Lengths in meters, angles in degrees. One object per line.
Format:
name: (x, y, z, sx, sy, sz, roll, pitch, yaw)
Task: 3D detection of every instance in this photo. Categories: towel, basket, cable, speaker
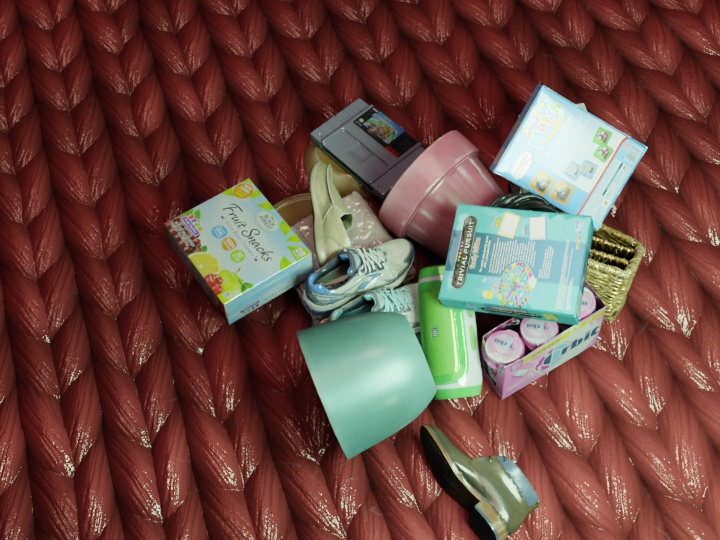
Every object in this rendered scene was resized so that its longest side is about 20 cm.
towel: (-0.035, -0.024, 1.562, 0.190, 0.032, 0.200, -28, 60, -12)
basket: (0.351, -0.037, 1.497, 0.199, 0.149, 0.143, 22, 62, 19)
cable: (0.250, -0.021, 1.399, 0.163, 0.051, 0.200, -36, 62, 1)
speaker: (0.137, 0.094, 1.428, 0.088, 0.088, 0.202, -6, 84, 1)

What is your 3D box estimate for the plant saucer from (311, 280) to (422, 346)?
plant saucer: (0.017, 0.076, 1.527, 0.199, 0.027, 0.201, -2, 58, 3)

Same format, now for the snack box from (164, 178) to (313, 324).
snack box: (-0.199, -0.035, 1.522, 0.168, 0.068, 0.200, -30, 60, -18)

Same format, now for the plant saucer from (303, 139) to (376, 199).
plant saucer: (-0.008, -0.219, 1.712, 0.199, 0.036, 0.201, -2, 58, 3)

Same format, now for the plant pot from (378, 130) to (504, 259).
plant pot: (0.159, -0.100, 1.542, 0.179, 0.200, 0.200, 43, 69, 10)

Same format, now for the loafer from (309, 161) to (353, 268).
loafer: (-0.047, -0.093, 1.549, 0.068, 0.076, 0.201, -6, 64, 0)

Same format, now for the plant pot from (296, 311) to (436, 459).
plant pot: (0.017, 0.153, 1.366, 0.160, 0.201, 0.201, -22, 58, -3)

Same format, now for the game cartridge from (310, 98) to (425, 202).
game cartridge: (0.020, -0.222, 1.672, 0.130, 0.038, 0.200, -41, 63, -15)

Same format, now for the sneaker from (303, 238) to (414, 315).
sneaker: (0.000, 0.000, 1.476, 0.199, 0.085, 0.077, -29, 61, -13)

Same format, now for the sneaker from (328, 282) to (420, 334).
sneaker: (0.041, 0.065, 1.464, 0.199, 0.087, 0.078, -24, 58, -11)

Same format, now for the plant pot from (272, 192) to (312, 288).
plant pot: (-0.094, -0.060, 1.624, 0.198, 0.028, 0.201, -2, 57, 3)

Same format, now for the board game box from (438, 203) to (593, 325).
board game box: (0.227, -0.011, 1.348, 0.199, 0.047, 0.152, 7, 73, 21)

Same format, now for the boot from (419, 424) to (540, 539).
boot: (0.172, 0.295, 1.356, 0.097, 0.075, 0.200, -24, 65, -24)

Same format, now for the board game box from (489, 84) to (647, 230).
board game box: (0.325, -0.176, 1.456, 0.199, 0.037, 0.152, 27, 102, -13)

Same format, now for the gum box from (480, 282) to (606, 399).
gum box: (0.274, 0.108, 1.431, 0.199, 0.114, 0.066, -29, 59, -13)

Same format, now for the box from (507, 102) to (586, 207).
box: (0.318, -0.184, 1.563, 0.116, 0.200, 0.060, -10, 58, -4)
